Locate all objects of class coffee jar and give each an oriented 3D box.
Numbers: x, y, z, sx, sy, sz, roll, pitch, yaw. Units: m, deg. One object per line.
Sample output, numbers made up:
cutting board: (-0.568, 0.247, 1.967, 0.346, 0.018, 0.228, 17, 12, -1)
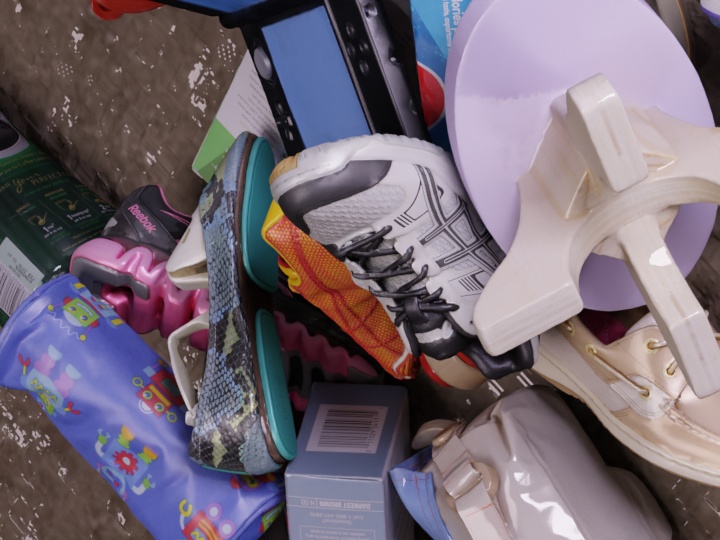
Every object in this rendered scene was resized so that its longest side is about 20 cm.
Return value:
coffee jar: (-0.237, -0.044, 1.707, 0.200, 0.104, 0.086, 42, 129, 22)

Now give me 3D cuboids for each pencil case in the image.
pencil case: (-0.128, 0.094, 1.554, 0.200, 0.078, 0.087, 43, 131, 10)

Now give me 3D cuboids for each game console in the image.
game console: (-0.066, -0.110, 1.415, 0.177, 0.116, 0.200, 70, 162, -6)

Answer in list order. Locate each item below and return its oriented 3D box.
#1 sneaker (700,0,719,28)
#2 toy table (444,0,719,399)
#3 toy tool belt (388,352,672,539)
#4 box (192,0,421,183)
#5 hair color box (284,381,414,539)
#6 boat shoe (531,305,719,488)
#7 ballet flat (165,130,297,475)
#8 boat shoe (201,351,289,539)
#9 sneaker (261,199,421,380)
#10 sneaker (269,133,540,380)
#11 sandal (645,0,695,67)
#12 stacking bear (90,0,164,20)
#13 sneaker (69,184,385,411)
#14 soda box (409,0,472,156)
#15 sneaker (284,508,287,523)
sneaker: (0.239, -0.055, 1.282, 0.199, 0.080, 0.148, 23, 119, 27)
toy table: (0.121, -0.039, 1.281, 0.200, 0.183, 0.117, 49, -172, -34)
toy tool belt: (0.071, 0.127, 1.490, 0.123, 0.125, 0.201, -41, 79, 36)
box: (-0.009, -0.085, 1.530, 0.144, 0.036, 0.201, 46, 131, 18)
hair color box: (-0.003, 0.177, 1.571, 0.060, 0.099, 0.201, 2, 120, 10)
boat shoe: (0.154, 0.045, 1.410, 0.199, 0.074, 0.070, 31, 133, 30)
ballet flat: (-0.079, 0.018, 1.512, 0.074, 0.074, 0.202, -28, 58, 45)
boat shoe: (-0.065, 0.131, 1.622, 0.072, 0.060, 0.203, 118, 151, -72)
sneaker: (0.000, 0.000, 1.480, 0.077, 0.073, 0.200, 11, 157, 22)
sneaker: (0.033, -0.003, 1.344, 0.075, 0.199, 0.088, -22, 60, 34)
sandal: (0.111, -0.171, 1.367, 0.080, 0.054, 0.201, -16, 97, 45)
stacking bear: (-0.149, -0.244, 1.539, 0.114, 0.121, 0.201, -130, 20, -66)
sneaker: (-0.069, 0.010, 1.598, 0.199, 0.096, 0.079, 26, 141, 2)
soda box: (0.063, -0.110, 1.366, 0.067, 0.065, 0.201, -3, 138, 5)
sneaker: (-0.082, 0.198, 1.664, 0.075, 0.114, 0.201, -20, 94, 45)
